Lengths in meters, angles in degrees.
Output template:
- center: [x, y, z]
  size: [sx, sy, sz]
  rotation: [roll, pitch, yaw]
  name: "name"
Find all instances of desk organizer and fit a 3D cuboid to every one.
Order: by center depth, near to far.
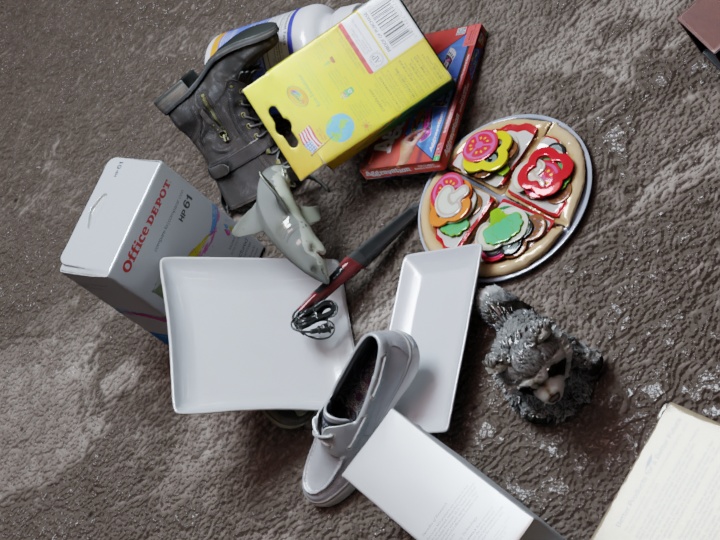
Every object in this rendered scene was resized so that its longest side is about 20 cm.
- center: [0.394, -0.200, 1.406]
  size: [0.077, 0.072, 0.200]
  rotation: [-42, 47, 10]
  name: "desk organizer"

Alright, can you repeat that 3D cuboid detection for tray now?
- center: [0.071, 0.072, 1.489]
  size: [0.107, 0.022, 0.200]
  rotation: [-8, 61, 42]
  name: "tray"

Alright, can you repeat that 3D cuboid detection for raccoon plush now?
- center: [0.134, 0.064, 1.383]
  size: [0.097, 0.134, 0.200]
  rotation: [-52, 47, -3]
  name: "raccoon plush"

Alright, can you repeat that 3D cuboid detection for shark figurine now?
- center: [-0.100, -0.069, 1.611]
  size: [0.089, 0.128, 0.215]
  rotation: [-36, 29, 14]
  name: "shark figurine"

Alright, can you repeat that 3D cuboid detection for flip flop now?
- center: [-0.108, 0.093, 1.593]
  size: [0.081, 0.058, 0.200]
  rotation: [-15, 58, -25]
  name: "flip flop"

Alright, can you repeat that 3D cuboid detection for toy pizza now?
- center: [0.144, -0.081, 1.534]
  size: [0.200, 0.032, 0.201]
  rotation: [-16, 55, 25]
  name: "toy pizza"

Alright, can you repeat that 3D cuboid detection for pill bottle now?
- center: [-0.075, -0.250, 1.745]
  size: [0.200, 0.112, 0.112]
  rotation: [-12, 57, 29]
  name: "pill bottle"

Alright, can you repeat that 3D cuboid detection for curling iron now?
- center: [0.000, 0.000, 1.573]
  size: [0.050, 0.026, 0.200]
  rotation: [35, 68, 21]
  name: "curling iron"

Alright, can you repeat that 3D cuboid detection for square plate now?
- center: [-0.106, 0.071, 1.554]
  size: [0.200, 0.028, 0.198]
  rotation: [0, 53, -15]
  name: "square plate"

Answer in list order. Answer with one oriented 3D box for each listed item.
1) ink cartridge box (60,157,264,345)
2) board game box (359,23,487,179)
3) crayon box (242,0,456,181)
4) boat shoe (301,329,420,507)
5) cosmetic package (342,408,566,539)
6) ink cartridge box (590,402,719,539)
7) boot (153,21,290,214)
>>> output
- center: [-0.217, -0.015, 1.640]
  size: [0.085, 0.200, 0.145]
  rotation: [7, 68, 40]
  name: "ink cartridge box"
- center: [0.071, -0.190, 1.647]
  size: [0.103, 0.019, 0.200]
  rotation: [-6, 52, 34]
  name: "board game box"
- center: [-0.012, -0.201, 1.615]
  size: [0.200, 0.051, 0.127]
  rotation: [-33, 82, 6]
  name: "crayon box"
- center: [-0.013, 0.146, 1.456]
  size: [0.072, 0.068, 0.200]
  rotation: [47, 112, 37]
  name: "boat shoe"
- center: [0.091, 0.220, 1.338]
  size: [0.200, 0.108, 0.085]
  rotation: [33, 85, 45]
  name: "cosmetic package"
- center: [0.283, 0.232, 1.214]
  size: [0.165, 0.075, 0.200]
  rotation: [24, 79, 44]
  name: "ink cartridge box"
- center: [-0.126, -0.174, 1.706]
  size: [0.200, 0.174, 0.069]
  rotation: [-32, 12, 30]
  name: "boot"
